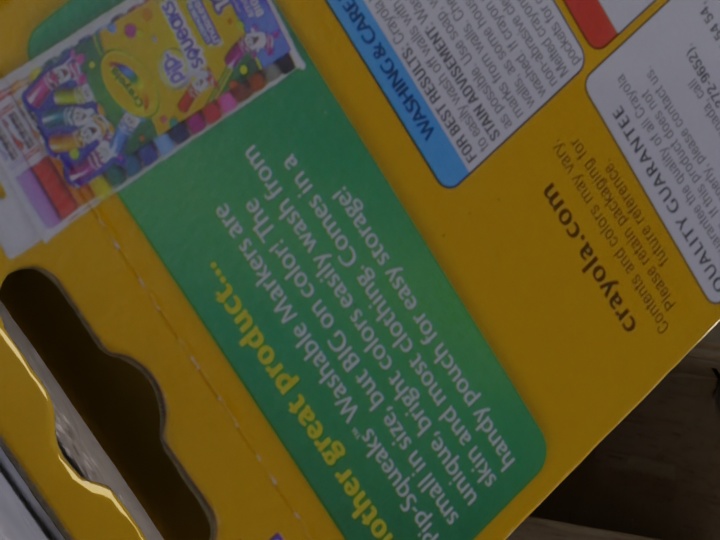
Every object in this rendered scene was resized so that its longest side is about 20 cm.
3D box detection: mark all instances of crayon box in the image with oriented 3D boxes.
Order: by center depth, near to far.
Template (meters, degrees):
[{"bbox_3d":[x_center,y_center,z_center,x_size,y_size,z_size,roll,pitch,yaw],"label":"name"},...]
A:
[{"bbox_3d":[0.003,-0.026,0.506,0.051,0.200,0.126,-5,-58,56],"label":"crayon box"}]

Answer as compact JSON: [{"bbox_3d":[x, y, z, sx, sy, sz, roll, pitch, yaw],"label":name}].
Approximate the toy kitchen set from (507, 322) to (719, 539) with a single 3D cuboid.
[{"bbox_3d":[0.032,0.010,0.596,0.180,0.198,0.164,39,61,-79],"label":"toy kitchen set"}]
